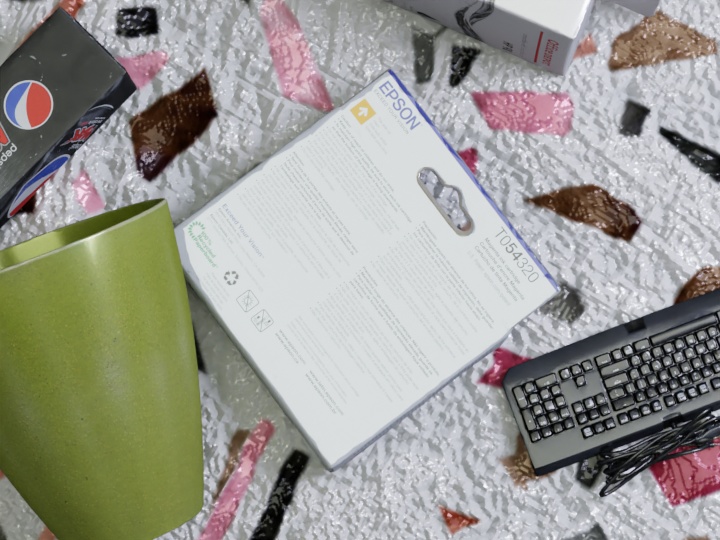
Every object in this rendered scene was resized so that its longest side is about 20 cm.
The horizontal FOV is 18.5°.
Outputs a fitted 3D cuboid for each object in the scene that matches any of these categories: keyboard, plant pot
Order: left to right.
[{"bbox_3d":[-0.179,0.078,1.443,0.186,0.187,0.201,-20,98,-1],"label":"plant pot"},{"bbox_3d":[0.203,0.080,1.485,0.199,0.040,0.105,-21,82,0],"label":"keyboard"}]

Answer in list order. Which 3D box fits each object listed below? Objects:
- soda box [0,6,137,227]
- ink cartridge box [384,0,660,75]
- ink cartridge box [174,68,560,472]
[{"bbox_3d":[-0.247,-0.082,1.506,0.071,0.063,0.200,44,87,6],"label":"soda box"},{"bbox_3d":[0.099,-0.193,1.482,0.199,0.116,0.067,23,84,5],"label":"ink cartridge box"},{"bbox_3d":[0.000,0.000,1.500,0.200,0.043,0.197,-36,82,-5],"label":"ink cartridge box"}]
